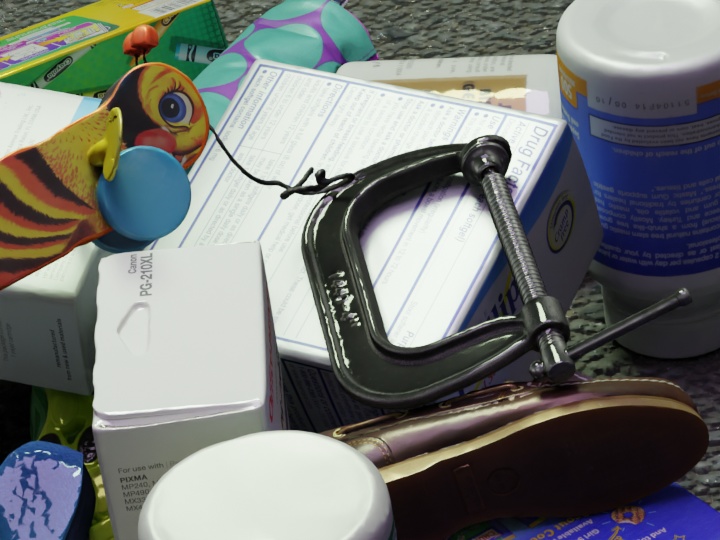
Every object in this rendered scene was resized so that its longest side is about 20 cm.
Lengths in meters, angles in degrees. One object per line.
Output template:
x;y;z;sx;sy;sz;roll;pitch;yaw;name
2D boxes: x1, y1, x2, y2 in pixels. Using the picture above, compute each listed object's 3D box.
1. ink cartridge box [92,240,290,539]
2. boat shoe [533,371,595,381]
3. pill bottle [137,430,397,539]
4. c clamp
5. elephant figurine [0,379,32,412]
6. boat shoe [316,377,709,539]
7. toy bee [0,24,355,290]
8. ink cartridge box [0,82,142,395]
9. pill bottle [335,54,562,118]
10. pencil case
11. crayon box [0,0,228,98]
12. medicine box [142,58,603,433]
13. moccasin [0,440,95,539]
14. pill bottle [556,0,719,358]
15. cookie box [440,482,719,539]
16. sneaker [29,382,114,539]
-0.075;0.107;1.421;0.084;0.200;0.145;-7;34;1;ink cartridge box
0.072;0.066;1.578;0.200;0.060;0.072;14;39;29;boat shoe
-0.031;0.182;1.300;0.113;0.200;0.113;-6;33;4;pill bottle
0.056;-0.003;1.440;0.171;0.027;0.200;-29;43;4;c clamp
-0.233;0.028;1.649;0.155;0.142;0.200;-43;40;3;elephant figurine
0.066;0.084;1.406;0.200;0.070;0.070;-11;37;-4;boat shoe
-0.122;-0.063;1.467;0.200;0.109;0.131;-17;-3;-41;toy bee
-0.221;-0.027;1.566;0.200;0.085;0.145;11;51;11;ink cartridge box
0.086;-0.072;1.732;0.200;0.114;0.114;-2;34;9;pill bottle
-0.063;-0.098;1.828;0.092;0.085;0.200;11;38;27;pencil case
-0.198;-0.125;1.891;0.200;0.058;0.119;-23;18;-21;crayon box
0.000;0.000;1.549;0.200;0.103;0.182;13;58;27;medicine box
-0.180;0.184;1.440;0.080;0.068;0.200;23;66;19;moccasin
0.170;-0.054;1.611;0.112;0.200;0.112;-5;34;3;pill bottle
0.097;0.170;1.405;0.171;0.075;0.200;-25;37;-25;cookie box
-0.146;0.097;1.567;0.074;0.084;0.200;-5;52;4;sneaker
